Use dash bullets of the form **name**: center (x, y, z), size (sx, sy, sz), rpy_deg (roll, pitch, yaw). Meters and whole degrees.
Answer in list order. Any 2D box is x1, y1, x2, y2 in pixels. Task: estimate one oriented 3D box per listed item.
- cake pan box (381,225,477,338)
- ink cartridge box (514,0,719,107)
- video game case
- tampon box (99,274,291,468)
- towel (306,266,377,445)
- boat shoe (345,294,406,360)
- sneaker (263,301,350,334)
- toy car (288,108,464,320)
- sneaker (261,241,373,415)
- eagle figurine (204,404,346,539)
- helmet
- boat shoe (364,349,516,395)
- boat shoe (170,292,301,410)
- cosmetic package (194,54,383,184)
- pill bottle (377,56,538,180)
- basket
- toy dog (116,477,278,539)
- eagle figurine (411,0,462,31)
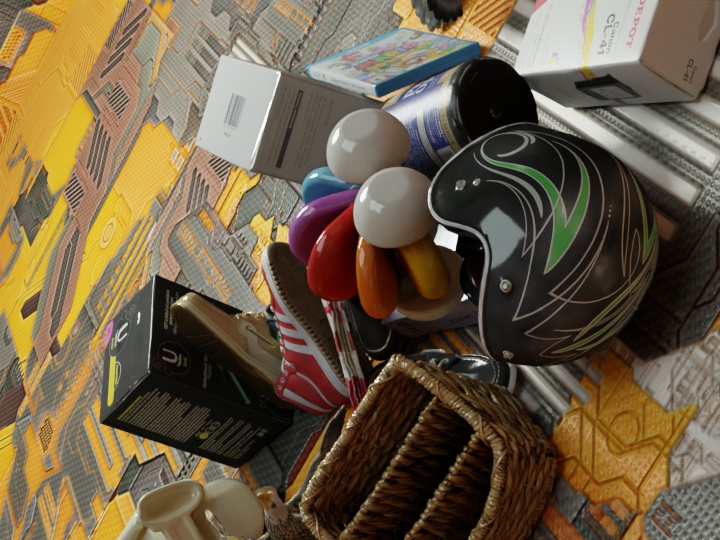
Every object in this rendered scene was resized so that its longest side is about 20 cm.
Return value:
- **cake pan box**: center (0.111, -0.034, 1.499), size (0.200, 0.052, 0.185), rpy_deg (-17, 57, 54)
- **ink cartridge box**: center (0.252, -0.241, 1.376), size (0.200, 0.085, 0.149), rpy_deg (4, 73, 61)
- **video game case**: center (0.037, -0.252, 1.716), size (0.142, 0.018, 0.200), rpy_deg (-25, 23, -18)
- **tampon box**: center (-0.201, 0.127, 1.751), size (0.126, 0.199, 0.151), rpy_deg (-42, 37, 37)
- **towel**: center (-0.018, 0.085, 1.493), size (0.144, 0.023, 0.201), rpy_deg (157, 97, -87)
- **boat shoe**: center (0.000, 0.000, 1.573), size (0.072, 0.072, 0.201), rpy_deg (-15, 79, 25)
- **sneaker**: center (-0.041, 0.022, 1.666), size (0.200, 0.090, 0.079), rpy_deg (-44, 30, 32)
- **toy car**: center (0.006, -0.038, 1.373), size (0.149, 0.175, 0.201), rpy_deg (-24, 48, 1)
- **sneaker**: center (-0.072, 0.073, 1.628), size (0.112, 0.071, 0.201), rpy_deg (-39, 78, 47)
- **eagle figurine**: center (-0.059, 0.261, 1.527), size (0.199, 0.151, 0.152), rpy_deg (-34, 77, -1)
- **helmet**: center (0.165, -0.017, 1.253), size (0.201, 0.199, 0.191), rpy_deg (-55, 50, 19)
- **boat shoe**: center (0.077, 0.113, 1.438), size (0.200, 0.060, 0.074), rpy_deg (-7, 62, 57)
- **boat shoe**: center (-0.135, 0.084, 1.678), size (0.074, 0.200, 0.067), rpy_deg (-11, 43, 55)
- **cosmetic package**: center (-0.063, -0.168, 1.720), size (0.199, 0.199, 0.124), rpy_deg (28, 102, 61)
- **pill bottle**: center (0.079, -0.139, 1.464), size (0.200, 0.111, 0.113), rpy_deg (-16, 56, 53)
- **basket**: center (0.062, 0.202, 1.296), size (0.201, 0.148, 0.143), rpy_deg (-56, 38, 19)
- **toy dog**: center (-0.204, 0.311, 1.677), size (0.194, 0.140, 0.200), rpy_deg (-40, 0, -34)
- **eagle figurine**: center (0.104, -0.395, 1.685), size (0.151, 0.151, 0.201), rpy_deg (37, 97, 39)
